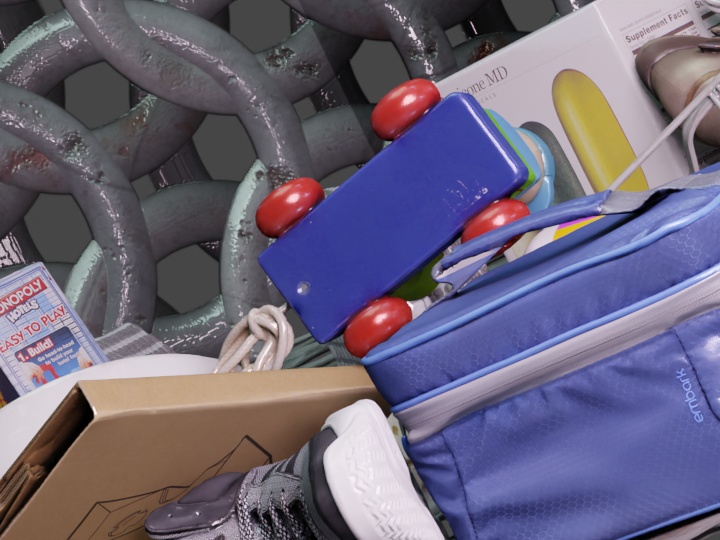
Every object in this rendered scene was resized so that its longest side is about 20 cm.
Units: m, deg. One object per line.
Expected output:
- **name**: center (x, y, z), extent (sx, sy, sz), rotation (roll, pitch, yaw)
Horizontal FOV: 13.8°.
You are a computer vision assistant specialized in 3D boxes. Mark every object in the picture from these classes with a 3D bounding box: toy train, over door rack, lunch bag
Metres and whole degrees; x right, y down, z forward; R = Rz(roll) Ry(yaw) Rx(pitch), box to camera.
- **toy train**: center (0.000, 0.000, 1.365), extent (0.200, 0.085, 0.116), rotation (-40, -12, 17)
- **over door rack**: center (0.155, 0.001, 1.472), extent (0.200, 0.067, 0.148), rotation (-37, 37, 6)
- **lunch bag**: center (0.100, 0.035, 1.229), extent (0.200, 0.132, 0.136), rotation (-24, 3, 29)

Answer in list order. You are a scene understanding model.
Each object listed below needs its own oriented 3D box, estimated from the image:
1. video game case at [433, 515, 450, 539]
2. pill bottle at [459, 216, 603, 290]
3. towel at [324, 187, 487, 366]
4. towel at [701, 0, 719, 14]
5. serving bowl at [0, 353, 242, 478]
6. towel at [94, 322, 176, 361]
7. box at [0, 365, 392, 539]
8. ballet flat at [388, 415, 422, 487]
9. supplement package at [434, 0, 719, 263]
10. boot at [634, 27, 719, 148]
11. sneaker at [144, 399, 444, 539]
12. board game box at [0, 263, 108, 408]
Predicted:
- **video game case**: center (-0.062, 0.173, 1.305), extent (0.200, 0.023, 0.182), rotation (-25, 2, 11)
- **pill bottle**: center (0.141, 0.015, 1.341), extent (0.200, 0.104, 0.104), rotation (-18, 5, 23)
- **towel**: center (0.029, 0.017, 1.807), extent (0.086, 0.166, 0.200), rotation (-26, 4, -12)
- **towel**: center (0.297, -0.117, 1.667), extent (0.149, 0.031, 0.200), rotation (24, 2, 42)
- **serving bowl**: center (-0.113, 0.133, 1.430), extent (0.200, 0.066, 0.200), rotation (-16, -40, -14)
- **towel**: center (-0.107, 0.096, 1.837), extent (0.166, 0.086, 0.200), rotation (13, 6, 7)
- **box**: center (-0.089, 0.103, 1.301), extent (0.200, 0.021, 0.164), rotation (-1, -42, -49)
- **ballet flat**: center (-0.007, 0.117, 1.598), extent (0.067, 0.067, 0.200), rotation (1, 21, 34)
- **supplement package**: center (0.171, -0.062, 1.737), extent (0.152, 0.200, 0.151), rotation (-25, 3, 46)
- **boot**: center (0.252, -0.088, 1.621), extent (0.200, 0.070, 0.146), rotation (9, 20, -37)
- **sneaker**: center (-0.029, 0.110, 1.227), extent (0.114, 0.076, 0.200), rotation (-26, -3, -1)
- **board game box**: center (-0.180, 0.106, 1.674), extent (0.062, 0.200, 0.200), rotation (-28, 4, -36)
